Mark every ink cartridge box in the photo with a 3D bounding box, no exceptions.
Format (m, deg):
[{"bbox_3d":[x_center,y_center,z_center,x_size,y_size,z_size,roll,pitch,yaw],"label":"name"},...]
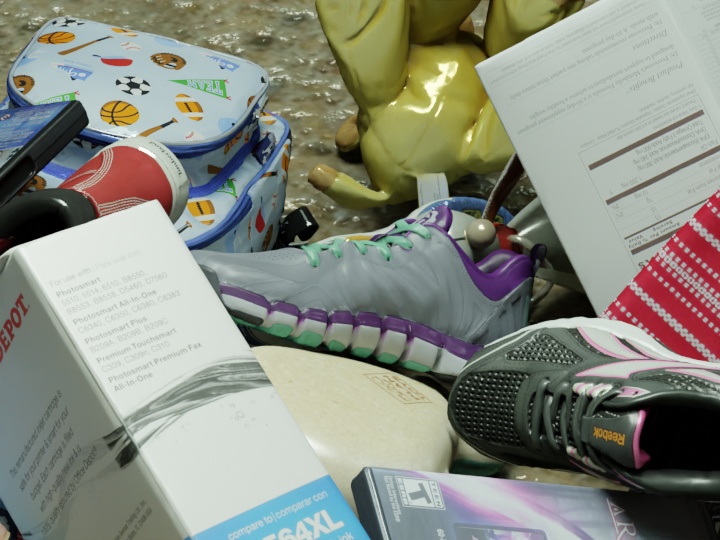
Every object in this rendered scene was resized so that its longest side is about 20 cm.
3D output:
[{"bbox_3d":[-0.096,0.091,1.188,0.084,0.146,0.200,-21,71,-33],"label":"ink cartridge box"}]

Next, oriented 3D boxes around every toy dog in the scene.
[{"bbox_3d":[0.123,-0.024,1.445,0.096,0.132,0.200,-26,10,43],"label":"toy dog"}]

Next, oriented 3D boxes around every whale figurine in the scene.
[{"bbox_3d":[-0.007,0.102,1.313,0.159,0.104,0.200,34,20,25],"label":"whale figurine"}]

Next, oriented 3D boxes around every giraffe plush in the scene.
[{"bbox_3d":[0.049,-0.114,1.577,0.172,0.200,0.162,10,12,-3],"label":"giraffe plush"}]

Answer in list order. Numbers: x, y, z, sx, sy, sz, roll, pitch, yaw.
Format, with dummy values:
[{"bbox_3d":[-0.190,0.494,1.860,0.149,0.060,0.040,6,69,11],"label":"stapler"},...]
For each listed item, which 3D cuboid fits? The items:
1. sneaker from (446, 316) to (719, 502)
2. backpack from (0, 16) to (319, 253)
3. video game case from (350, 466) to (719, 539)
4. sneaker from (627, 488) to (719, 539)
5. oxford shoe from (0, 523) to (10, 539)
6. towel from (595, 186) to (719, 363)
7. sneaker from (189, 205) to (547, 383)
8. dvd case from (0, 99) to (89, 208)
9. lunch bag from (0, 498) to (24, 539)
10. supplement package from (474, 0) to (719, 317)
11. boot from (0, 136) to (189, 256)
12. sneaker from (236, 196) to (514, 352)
[{"bbox_3d":[0.128,0.068,1.242,0.200,0.080,0.086,1,7,29],"label":"sneaker"},{"bbox_3d":[-0.136,-0.043,1.454,0.200,0.154,0.191,10,38,9],"label":"backpack"},{"bbox_3d":[0.097,0.160,1.178,0.200,0.019,0.143,7,51,-32],"label":"video game case"},{"bbox_3d":[0.183,0.099,1.333,0.081,0.075,0.200,24,40,27],"label":"sneaker"},{"bbox_3d":[-0.187,0.201,1.133,0.074,0.071,0.200,36,62,-11],"label":"oxford shoe"},{"bbox_3d":[0.220,0.013,1.262,0.145,0.200,0.022,45,14,12],"label":"towel"},{"bbox_3d":[0.000,0.000,1.341,0.200,0.088,0.074,16,0,-26],"label":"sneaker"},{"bbox_3d":[-0.242,-0.024,1.312,0.143,0.018,0.200,-4,30,34],"label":"dvd case"},{"bbox_3d":[-0.224,0.134,1.254,0.200,0.094,0.151,13,34,-10],"label":"lunch bag"},{"bbox_3d":[0.164,-0.046,1.351,0.109,0.200,0.114,-26,0,26],"label":"supplement package"},{"bbox_3d":[-0.183,0.022,1.304,0.072,0.200,0.144,44,27,4],"label":"boot"},{"bbox_3d":[0.011,0.004,1.464,0.200,0.075,0.088,-7,-3,-44],"label":"sneaker"}]
